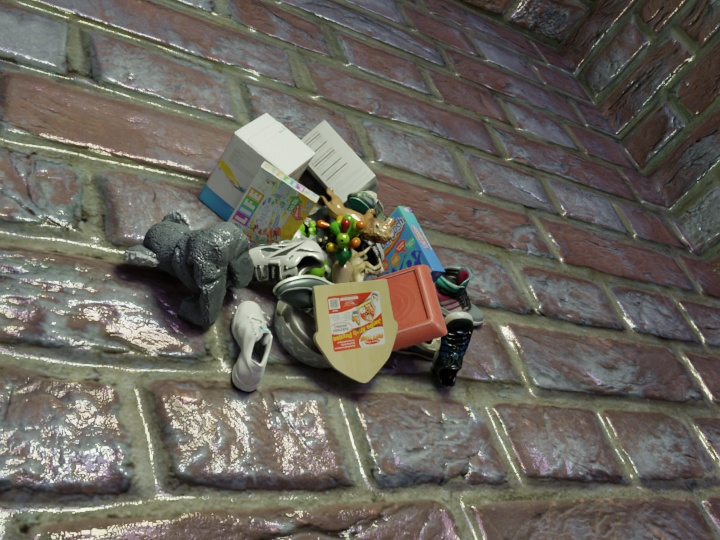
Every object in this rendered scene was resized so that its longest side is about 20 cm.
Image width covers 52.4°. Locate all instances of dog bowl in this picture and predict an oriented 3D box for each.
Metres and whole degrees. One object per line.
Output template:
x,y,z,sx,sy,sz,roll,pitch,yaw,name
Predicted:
-0.089,0.113,1.507,0.199,0.059,0.201,23,39,-20,dog bowl

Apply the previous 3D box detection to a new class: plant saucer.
0.069,0.079,1.586,0.037,0.199,0.200,65,10,-48,plant saucer

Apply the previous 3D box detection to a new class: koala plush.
-0.326,-0.033,1.379,0.199,0.184,0.178,24,49,16,koala plush

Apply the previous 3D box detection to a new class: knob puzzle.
-0.012,0.124,1.460,0.219,0.030,0.221,6,80,-33,knob puzzle

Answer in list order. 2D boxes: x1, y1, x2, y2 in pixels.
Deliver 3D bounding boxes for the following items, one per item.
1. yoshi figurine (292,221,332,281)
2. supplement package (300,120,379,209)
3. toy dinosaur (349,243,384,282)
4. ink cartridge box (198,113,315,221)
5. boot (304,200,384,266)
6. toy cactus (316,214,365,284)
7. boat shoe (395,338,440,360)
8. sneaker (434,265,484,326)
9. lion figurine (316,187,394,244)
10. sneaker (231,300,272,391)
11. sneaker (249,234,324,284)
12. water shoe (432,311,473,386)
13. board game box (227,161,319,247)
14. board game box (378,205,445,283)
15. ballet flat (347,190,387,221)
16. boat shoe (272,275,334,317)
-0.135,-0.047,1.609,0.200,0.112,0.112,47,53,7,yoshi figurine
-0.060,-0.257,1.847,0.200,0.109,0.114,49,-3,13,supplement package
0.000,0.000,1.627,0.101,0.058,0.201,-17,50,4,toy dinosaur
-0.227,-0.210,1.611,0.146,0.200,0.147,39,36,0,ink cartridge box
-0.054,-0.068,1.725,0.204,0.074,0.154,48,41,14,boot
-0.043,-0.037,1.545,0.102,0.166,0.200,5,1,-10,toy cactus
0.148,0.156,1.664,0.199,0.063,0.071,11,42,-35,boat shoe
0.247,0.054,1.807,0.199,0.121,0.084,26,38,-17,sneaker
-0.019,-0.121,1.665,0.199,0.073,0.123,19,19,-5,lion figurine
-0.195,0.125,1.378,0.075,0.089,0.201,17,41,-25,sneaker
-0.168,-0.010,1.496,0.199,0.074,0.089,-20,47,-14,sneaker
0.206,0.174,1.582,0.071,0.201,0.079,0,45,-9,water shoe
-0.194,-0.109,1.530,0.134,0.200,0.034,32,28,-8,board game box
0.100,-0.029,1.742,0.045,0.152,0.201,6,47,-41,board game box
0.020,-0.157,1.804,0.074,0.074,0.200,63,2,29,ballet flat
-0.082,0.060,1.461,0.199,0.073,0.062,13,42,-40,boat shoe
